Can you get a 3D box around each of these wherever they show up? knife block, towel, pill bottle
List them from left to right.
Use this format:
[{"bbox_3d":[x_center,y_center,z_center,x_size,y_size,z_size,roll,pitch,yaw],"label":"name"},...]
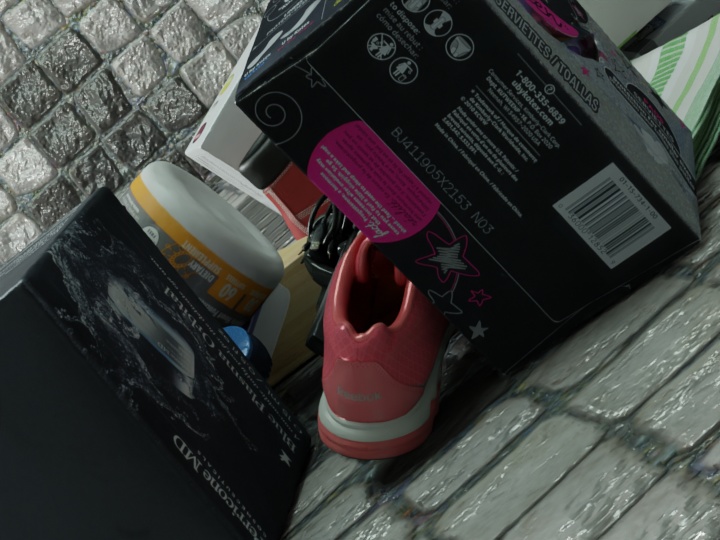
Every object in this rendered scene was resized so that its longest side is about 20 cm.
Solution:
[{"bbox_3d":[-0.150,0.038,1.306,0.200,0.116,0.116,-51,8,7],"label":"pill bottle"},{"bbox_3d":[-0.091,0.061,1.435,0.176,0.064,0.200,-46,11,-24],"label":"knife block"},{"bbox_3d":[0.145,-0.076,1.149,0.200,0.023,0.153,-27,29,56],"label":"towel"}]

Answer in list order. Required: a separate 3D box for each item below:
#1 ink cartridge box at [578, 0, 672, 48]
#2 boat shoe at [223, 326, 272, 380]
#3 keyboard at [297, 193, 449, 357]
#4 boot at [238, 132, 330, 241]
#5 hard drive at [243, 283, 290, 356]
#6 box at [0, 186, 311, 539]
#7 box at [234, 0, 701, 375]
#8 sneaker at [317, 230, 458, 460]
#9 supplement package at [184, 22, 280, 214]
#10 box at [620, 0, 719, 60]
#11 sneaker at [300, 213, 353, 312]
[{"bbox_3d":[0.088,-0.160,1.309,0.199,0.068,0.117,-11,23,46],"label":"ink cartridge box"},{"bbox_3d":[-0.122,0.115,1.252,0.200,0.069,0.084,-42,29,18],"label":"boat shoe"},{"bbox_3d":[0.019,-0.026,1.155,0.040,0.103,0.201,98,-171,-45],"label":"keyboard"},{"bbox_3d":[0.003,-0.109,1.608,0.200,0.145,0.072,-42,7,-19],"label":"boot"},{"bbox_3d":[-0.138,0.080,1.383,0.199,0.025,0.133,-12,52,47],"label":"hard drive"},{"bbox_3d":[-0.137,0.084,1.092,0.117,0.197,0.200,-37,10,14],"label":"box"},{"bbox_3d":[0.057,-0.077,0.986,0.132,0.200,0.115,-36,22,24],"label":"box"},{"bbox_3d":[0.024,0.003,1.043,0.073,0.087,0.201,4,41,11],"label":"sneaker"},{"bbox_3d":[-0.031,-0.147,1.727,0.201,0.155,0.111,-60,11,-6],"label":"supplement package"},{"bbox_3d":[0.186,-0.169,1.347,0.200,0.041,0.156,-44,25,-14],"label":"box"},{"bbox_3d":[0.000,0.000,1.263,0.066,0.091,0.200,-41,9,-11],"label":"sneaker"}]
